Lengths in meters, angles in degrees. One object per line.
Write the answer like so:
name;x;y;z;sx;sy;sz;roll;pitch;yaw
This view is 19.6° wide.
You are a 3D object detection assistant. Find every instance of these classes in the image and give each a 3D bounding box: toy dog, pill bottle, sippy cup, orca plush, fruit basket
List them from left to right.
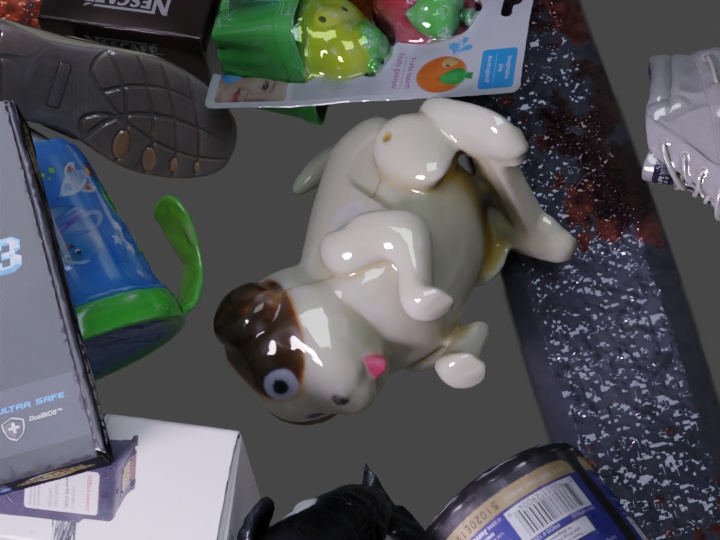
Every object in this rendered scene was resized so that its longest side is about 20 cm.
sippy cup;-0.189;-0.002;1.234;0.140;0.178;0.130;-27;79;21
orca plush;-0.004;0.168;1.135;0.071;0.200;0.105;-5;93;30
toy dog;0.000;0.000;1.239;0.194;0.140;0.200;25;67;30
fruit basket;0.011;-0.172;1.319;0.200;0.094;0.185;-6;44;20
pill bottle;0.130;0.201;1.139;0.112;0.112;0.200;-31;65;-12

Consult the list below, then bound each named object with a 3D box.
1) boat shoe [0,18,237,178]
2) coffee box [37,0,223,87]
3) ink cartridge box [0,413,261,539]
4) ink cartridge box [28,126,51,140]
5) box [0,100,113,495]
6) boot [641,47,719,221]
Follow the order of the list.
boat shoe;-0.172;-0.117;1.320;0.200;0.073;0.075;21;100;-22
coffee box;-0.130;-0.222;1.389;0.113;0.080;0.200;9;64;8
ink cartridge box;-0.160;0.141;1.170;0.200;0.145;0.084;7;65;7
ink cartridge box;-0.294;-0.025;1.331;0.162;0.057;0.200;31;87;18
box;-0.250;0.031;1.097;0.200;0.050;0.199;-15;81;-2
boot;0.223;-0.054;1.293;0.095;0.074;0.200;-5;54;8
